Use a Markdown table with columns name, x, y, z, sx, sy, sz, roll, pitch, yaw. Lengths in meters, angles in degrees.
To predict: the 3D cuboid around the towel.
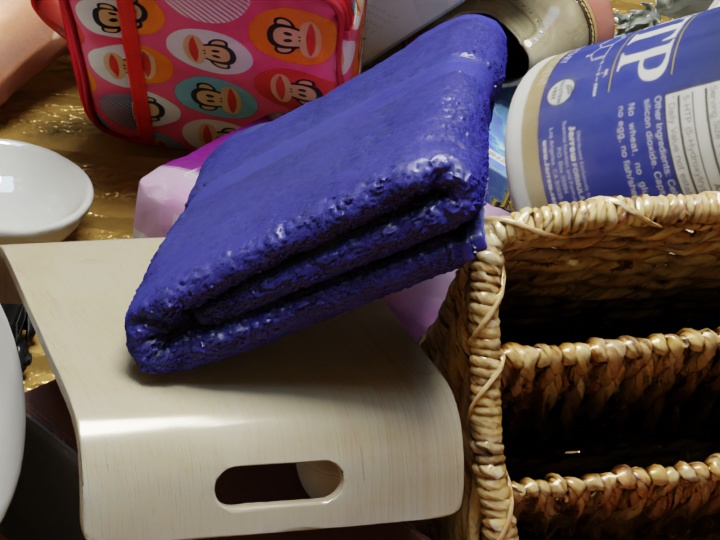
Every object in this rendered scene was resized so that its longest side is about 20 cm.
| name | x | y | z | sx | sy | sz | roll | pitch | yaw |
| --- | --- | --- | --- | --- | --- | --- | --- | --- | --- |
| towel | -0.008 | -0.029 | 0.775 | 0.147 | 0.050 | 0.200 | -27 | 16 | 16 |

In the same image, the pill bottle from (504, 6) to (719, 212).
| name | x | y | z | sx | sy | sz | roll | pitch | yaw |
| --- | --- | --- | --- | --- | --- | --- | --- | --- | --- |
| pill bottle | 0.174 | -0.059 | 0.868 | 0.199 | 0.120 | 0.120 | -13 | 19 | 38 |

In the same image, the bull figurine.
| name | x | y | z | sx | sy | sz | roll | pitch | yaw |
| --- | --- | --- | --- | --- | --- | --- | --- | --- | --- |
| bull figurine | -0.200 | -0.143 | 1.121 | 0.121 | 0.065 | 0.200 | 22 | 46 | 32 |

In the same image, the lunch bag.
| name | x | y | z | sx | sy | sz | roll | pitch | yaw |
| --- | --- | --- | --- | --- | --- | --- | --- | --- | --- |
| lunch bag | -0.084 | -0.132 | 1.025 | 0.175 | 0.200 | 0.082 | 10 | 66 | 4 |

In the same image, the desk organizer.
| name | x | y | z | sx | sy | sz | roll | pitch | yaw |
| --- | --- | --- | --- | --- | --- | --- | --- | --- | --- |
| desk organizer | -0.052 | 0.111 | 0.784 | 0.200 | 0.072 | 0.077 | 32 | 39 | 33 |

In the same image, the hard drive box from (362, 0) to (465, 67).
| name | x | y | z | sx | sy | sz | roll | pitch | yaw |
| --- | --- | --- | --- | --- | --- | --- | --- | --- | --- |
| hard drive box | -0.019 | -0.191 | 1.063 | 0.155 | 0.200 | 0.077 | 21 | 61 | -29 |

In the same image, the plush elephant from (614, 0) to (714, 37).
| name | x | y | z | sx | sy | sz | roll | pitch | yaw |
| --- | --- | --- | --- | --- | --- | --- | --- | --- | --- |
| plush elephant | 0.241 | -0.177 | 1.165 | 0.199 | 0.155 | 0.165 | 5 | 57 | 10 |

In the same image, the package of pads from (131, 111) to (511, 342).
| name | x | y | z | sx | sy | sz | roll | pitch | yaw |
| --- | --- | --- | --- | --- | --- | --- | --- | --- | --- |
| package of pads | 0.000 | 0.000 | 0.952 | 0.199 | 0.076 | 0.120 | 26 | 35 | 26 |

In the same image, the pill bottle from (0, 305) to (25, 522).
| name | x | y | z | sx | sy | sz | roll | pitch | yaw |
| --- | --- | --- | --- | --- | --- | --- | --- | --- | --- |
| pill bottle | -0.240 | 0.058 | 0.750 | 0.199 | 0.120 | 0.120 | -8 | 29 | 20 |

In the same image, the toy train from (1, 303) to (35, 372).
| name | x | y | z | sx | sy | sz | roll | pitch | yaw |
| --- | --- | --- | --- | --- | --- | --- | --- | --- | --- |
| toy train | -0.168 | 0.060 | 0.859 | 0.034 | 0.046 | 0.200 | 6 | 34 | -1 |

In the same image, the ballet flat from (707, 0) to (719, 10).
| name | x | y | z | sx | sy | sz | roll | pitch | yaw |
| --- | --- | --- | --- | --- | --- | --- | --- | --- | --- |
| ballet flat | 0.180 | -0.093 | 1.036 | 0.069 | 0.070 | 0.200 | 27 | 66 | 27 |

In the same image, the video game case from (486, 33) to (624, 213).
| name | x | y | z | sx | sy | sz | roll | pitch | yaw |
| --- | --- | --- | --- | --- | --- | --- | --- | --- | --- |
| video game case | 0.154 | -0.051 | 1.083 | 0.181 | 0.046 | 0.200 | -23 | 43 | -37 |

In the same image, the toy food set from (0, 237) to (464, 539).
| name | x | y | z | sx | sy | sz | roll | pitch | yaw |
| --- | --- | --- | --- | --- | --- | --- | --- | --- | --- |
| toy food set | -0.060 | 0.042 | 0.784 | 0.143 | 0.061 | 0.200 | -2 | 24 | -20 |

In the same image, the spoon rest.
| name | x | y | z | sx | sy | sz | roll | pitch | yaw |
| --- | --- | --- | --- | --- | --- | --- | --- | --- | --- |
| spoon rest | -0.216 | -0.022 | 0.961 | 0.099 | 0.061 | 0.200 | 29 | 41 | 30 |

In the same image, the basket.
| name | x | y | z | sx | sy | sz | roll | pitch | yaw |
| --- | --- | --- | --- | --- | --- | --- | --- | --- | --- |
| basket | 0.129 | 0.062 | 0.781 | 0.199 | 0.149 | 0.143 | -3 | 65 | -15 |

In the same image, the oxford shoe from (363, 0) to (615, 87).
| name | x | y | z | sx | sy | sz | roll | pitch | yaw |
| --- | --- | --- | --- | --- | --- | --- | --- | --- | --- |
| oxford shoe | 0.045 | -0.135 | 1.122 | 0.075 | 0.071 | 0.199 | -31 | 21 | -37 |
